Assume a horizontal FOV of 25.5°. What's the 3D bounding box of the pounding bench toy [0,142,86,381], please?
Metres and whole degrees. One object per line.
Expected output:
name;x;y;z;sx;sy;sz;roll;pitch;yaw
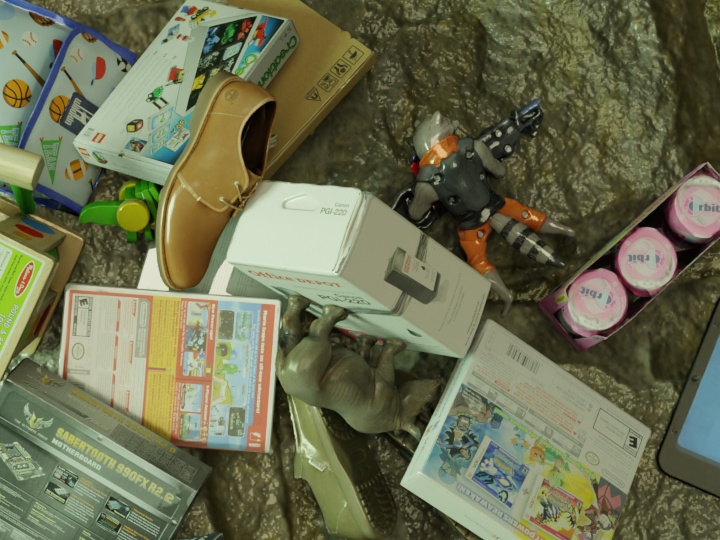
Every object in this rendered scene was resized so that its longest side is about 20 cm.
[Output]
pounding bench toy;-0.323;-0.026;1.434;0.124;0.156;0.200;26;100;-2

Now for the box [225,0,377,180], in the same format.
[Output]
box;-0.108;-0.178;1.540;0.163;0.021;0.200;38;80;24

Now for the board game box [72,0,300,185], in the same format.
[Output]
board game box;-0.161;-0.169;1.488;0.126;0.035;0.200;18;60;30

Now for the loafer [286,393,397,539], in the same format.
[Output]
loafer;-0.034;0.164;1.486;0.067;0.076;0.200;-28;76;28

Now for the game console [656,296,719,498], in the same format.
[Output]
game console;0.410;0.133;1.521;0.116;0.176;0.200;29;79;-29

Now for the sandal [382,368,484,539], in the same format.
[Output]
sandal;0.075;0.179;1.514;0.082;0.055;0.200;-41;72;-16

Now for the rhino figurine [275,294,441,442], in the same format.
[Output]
rhino figurine;0.004;0.101;1.450;0.200;0.060;0.087;30;72;-30

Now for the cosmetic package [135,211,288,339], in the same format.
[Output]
cosmetic package;-0.138;0.035;1.514;0.151;0.052;0.200;16;80;1

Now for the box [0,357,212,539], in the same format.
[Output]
box;-0.257;0.196;1.439;0.200;0.048;0.158;30;114;0

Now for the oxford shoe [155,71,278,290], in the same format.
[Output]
oxford shoe;-0.126;-0.071;1.402;0.071;0.071;0.200;23;101;31

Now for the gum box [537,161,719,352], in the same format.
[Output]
gum box;0.265;-0.007;1.527;0.200;0.114;0.066;-40;87;-10

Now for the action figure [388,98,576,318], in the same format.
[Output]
action figure;0.131;-0.084;1.536;0.200;0.105;0.193;-45;97;-8

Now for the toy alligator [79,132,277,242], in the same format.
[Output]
toy alligator;-0.161;-0.068;1.475;0.200;0.059;0.054;-21;116;2

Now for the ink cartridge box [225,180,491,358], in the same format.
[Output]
ink cartridge box;0.000;0.000;1.435;0.200;0.146;0.085;36;69;-44

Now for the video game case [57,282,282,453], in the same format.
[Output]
video game case;-0.177;0.090;1.464;0.200;0.017;0.143;5;89;-1

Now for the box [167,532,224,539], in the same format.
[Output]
box;-0.198;0.345;1.380;0.182;0.104;0.200;-11;96;16

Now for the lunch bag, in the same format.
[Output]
lunch bag;-0.323;-0.161;1.497;0.200;0.124;0.170;24;79;-16

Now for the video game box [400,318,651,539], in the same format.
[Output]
video game box;0.158;0.173;1.476;0.200;0.047;0.182;35;54;-10
